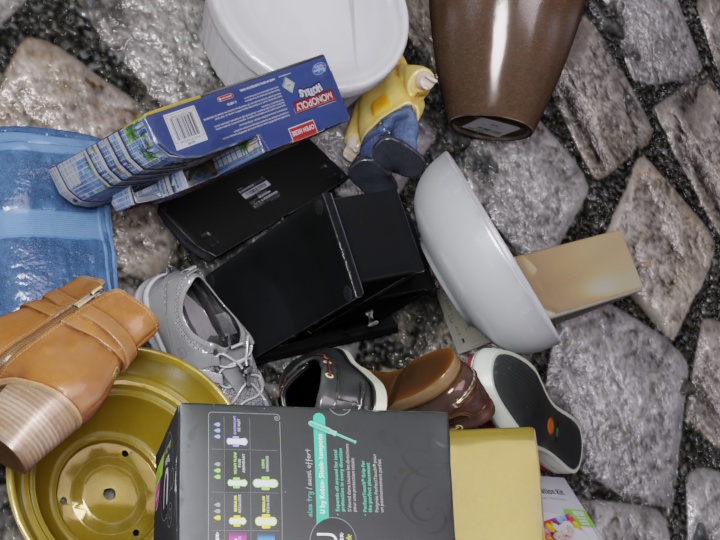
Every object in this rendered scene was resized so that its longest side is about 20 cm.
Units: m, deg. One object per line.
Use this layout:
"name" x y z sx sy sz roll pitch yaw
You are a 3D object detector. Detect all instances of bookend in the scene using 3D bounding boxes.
"bookend" 0.000 0.000 1.239 0.198 0.198 0.093 -11 76 -40

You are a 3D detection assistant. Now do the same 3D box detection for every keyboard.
"keyboard" -0.094 -0.056 1.307 0.104 0.040 0.199 44 49 15

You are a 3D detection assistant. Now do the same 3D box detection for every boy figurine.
"boy figurine" 0.028 -0.165 1.382 0.064 0.124 0.202 33 36 -30

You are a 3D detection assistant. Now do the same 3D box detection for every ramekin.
"ramekin" -0.060 -0.235 1.332 0.200 0.094 0.205 10 62 -19

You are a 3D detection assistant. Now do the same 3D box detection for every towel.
"towel" -0.255 -0.020 1.147 0.111 0.048 0.203 4 70 -36

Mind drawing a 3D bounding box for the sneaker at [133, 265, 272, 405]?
"sneaker" -0.120 0.088 1.187 0.075 0.082 0.201 -39 98 -40

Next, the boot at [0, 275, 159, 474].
"boot" -0.262 0.052 1.040 0.198 0.074 0.155 28 57 22

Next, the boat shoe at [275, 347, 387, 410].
"boat shoe" -0.038 0.101 1.182 0.062 0.201 0.075 13 90 -18

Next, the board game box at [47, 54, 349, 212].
"board game box" -0.146 -0.098 1.149 0.199 0.199 0.062 -26 94 -42

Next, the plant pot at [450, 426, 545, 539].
"plant pot" 0.025 0.241 1.177 0.197 0.194 0.198 8 67 -21

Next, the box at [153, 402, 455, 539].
"box" -0.046 0.177 1.006 0.197 0.149 0.126 3 67 -14

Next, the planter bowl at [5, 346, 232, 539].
"planter bowl" -0.188 0.168 1.092 0.198 0.083 0.203 11 64 -24

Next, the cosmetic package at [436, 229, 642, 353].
"cosmetic package" 0.188 0.020 1.441 0.198 0.105 0.072 -14 80 -42

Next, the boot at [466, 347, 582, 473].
"boot" 0.106 0.136 1.288 0.200 0.143 0.073 47 48 -48

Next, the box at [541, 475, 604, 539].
"box" 0.185 0.281 1.305 0.155 0.041 0.201 13 35 -43

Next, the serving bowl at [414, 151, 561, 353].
"serving bowl" 0.103 -0.006 1.251 0.201 0.065 0.200 57 8 -12

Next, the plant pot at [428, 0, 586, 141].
"plant pot" 0.151 -0.248 1.489 0.185 0.186 0.203 14 79 -33

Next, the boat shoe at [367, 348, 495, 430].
"boat shoe" 0.031 0.126 1.215 0.070 0.199 0.071 45 54 -23
